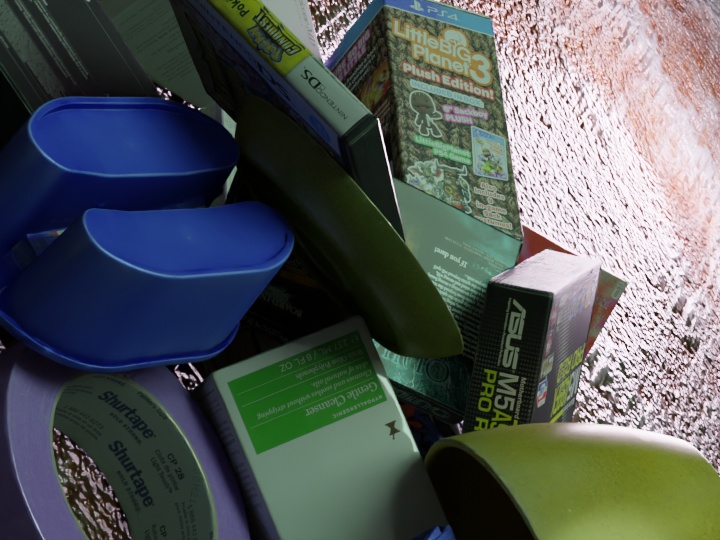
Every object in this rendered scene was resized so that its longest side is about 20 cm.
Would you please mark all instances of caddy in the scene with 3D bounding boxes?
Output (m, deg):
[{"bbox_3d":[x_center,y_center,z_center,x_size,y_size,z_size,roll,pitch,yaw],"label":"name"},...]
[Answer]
[{"bbox_3d":[-0.135,-0.015,1.208,0.200,0.105,0.142,-4,56,-50],"label":"caddy"}]

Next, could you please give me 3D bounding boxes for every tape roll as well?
[{"bbox_3d":[-0.148,0.131,1.209,0.200,0.065,0.201,41,33,-33],"label":"tape roll"}]

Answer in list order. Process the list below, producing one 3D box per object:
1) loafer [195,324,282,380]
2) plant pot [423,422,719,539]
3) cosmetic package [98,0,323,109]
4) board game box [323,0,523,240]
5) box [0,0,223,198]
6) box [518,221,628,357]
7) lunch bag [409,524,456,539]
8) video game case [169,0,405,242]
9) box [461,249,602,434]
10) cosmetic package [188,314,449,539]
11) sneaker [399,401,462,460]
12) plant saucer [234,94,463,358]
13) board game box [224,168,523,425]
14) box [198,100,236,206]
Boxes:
[{"bbox_3d":[-0.060,0.128,1.393,0.072,0.063,0.201,87,-12,-71],"label":"loafer"},{"bbox_3d":[0.143,0.170,1.278,0.200,0.141,0.201,54,-24,38],"label":"plant pot"},{"bbox_3d":[-0.118,-0.189,1.567,0.200,0.081,0.113,25,42,-49],"label":"cosmetic package"},{"bbox_3d":[0.028,-0.074,1.582,0.096,0.159,0.201,12,54,-26],"label":"board game box"},{"bbox_3d":[-0.190,-0.092,1.341,0.200,0.079,0.141,57,31,-9],"label":"box"},{"bbox_3d":[0.110,0.008,1.722,0.095,0.103,0.200,32,4,40],"label":"box"},{"bbox_3d":[0.007,0.258,1.188,0.171,0.199,0.124,62,-16,-3],"label":"lunch bag"},{"bbox_3d":[-0.046,-0.098,1.285,0.181,0.025,0.200,46,-11,20],"label":"video game case"},{"bbox_3d":[0.113,0.076,1.456,0.200,0.044,0.161,-20,121,-73],"label":"box"},{"bbox_3d":[-0.016,0.143,1.306,0.107,0.085,0.201,-22,84,-20],"label":"cosmetic package"},{"bbox_3d":[0.036,0.110,1.528,0.200,0.075,0.078,52,28,-7],"label":"sneaker"},{"bbox_3d":[-0.015,-0.017,1.290,0.200,0.031,0.200,48,-10,11],"label":"plant saucer"},{"bbox_3d":[0.000,0.000,1.412,0.199,0.028,0.136,27,67,-16],"label":"board game box"},{"bbox_3d":[-0.094,-0.034,1.501,0.041,0.039,0.201,35,36,-39],"label":"box"}]
